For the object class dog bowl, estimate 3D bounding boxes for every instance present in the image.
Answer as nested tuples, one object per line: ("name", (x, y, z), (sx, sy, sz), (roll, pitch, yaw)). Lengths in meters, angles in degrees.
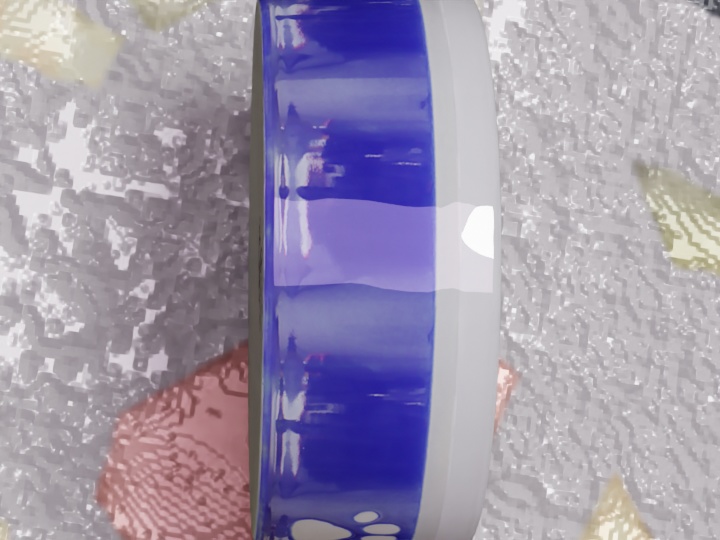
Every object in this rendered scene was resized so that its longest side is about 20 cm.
("dog bowl", (0.000, 0.000, 0.841), (0.078, 0.200, 0.202), (1, 80, -5))
